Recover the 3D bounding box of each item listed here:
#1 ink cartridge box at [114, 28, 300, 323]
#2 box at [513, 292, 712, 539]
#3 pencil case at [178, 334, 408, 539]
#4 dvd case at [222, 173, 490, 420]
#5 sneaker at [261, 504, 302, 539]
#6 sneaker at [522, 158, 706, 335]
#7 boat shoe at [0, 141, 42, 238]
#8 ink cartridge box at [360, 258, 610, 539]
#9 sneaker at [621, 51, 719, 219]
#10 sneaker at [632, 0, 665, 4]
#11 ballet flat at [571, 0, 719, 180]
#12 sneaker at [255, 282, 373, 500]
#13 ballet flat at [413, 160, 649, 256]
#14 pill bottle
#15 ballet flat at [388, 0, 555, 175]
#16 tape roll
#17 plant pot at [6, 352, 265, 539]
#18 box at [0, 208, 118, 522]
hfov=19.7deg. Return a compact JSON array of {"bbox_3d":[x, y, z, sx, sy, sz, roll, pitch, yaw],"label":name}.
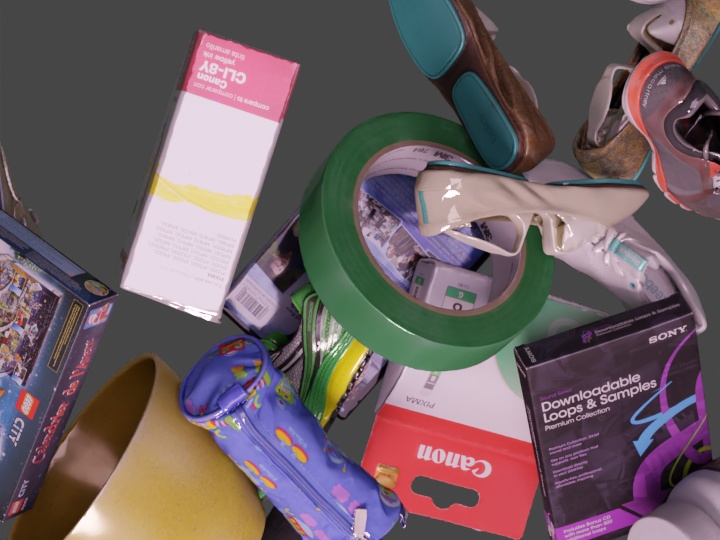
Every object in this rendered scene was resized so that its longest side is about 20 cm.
[{"bbox_3d":[-0.119,-0.073,1.569,0.083,0.145,0.201,17,92,-9],"label":"ink cartridge box"},{"bbox_3d":[0.206,0.125,1.648,0.142,0.036,0.201,-18,123,-6],"label":"box"},{"bbox_3d":[-0.049,0.139,1.533,0.078,0.087,0.200,-41,119,-1],"label":"pencil case"},{"bbox_3d":[0.000,0.000,1.657,0.143,0.018,0.200,42,87,-10],"label":"dvd case"},{"bbox_3d":[-0.034,0.276,1.649,0.074,0.106,0.201,-1,126,31],"label":"sneaker"},{"bbox_3d":[0.202,-0.018,1.651,0.200,0.088,0.075,38,90,-9],"label":"sneaker"},{"bbox_3d":[-0.278,-0.023,1.597,0.062,0.072,0.202,-13,100,-33],"label":"boat shoe"},{"bbox_3d":[0.096,0.107,1.655,0.160,0.050,0.201,16,90,-19],"label":"ink cartridge box"},{"bbox_3d":[0.274,-0.089,1.622,0.077,0.082,0.200,-51,136,-2],"label":"sneaker"},{"bbox_3d":[0.201,-0.307,1.594,0.079,0.131,0.201,-25,88,-8],"label":"sneaker"},{"bbox_3d":[0.230,-0.163,1.651,0.070,0.071,0.201,27,93,-10],"label":"ballet flat"},{"bbox_3d":[-0.056,0.096,1.620,0.085,0.078,0.201,30,106,3],"label":"sneaker"},{"bbox_3d":[0.130,-0.041,1.573,0.199,0.069,0.070,5,94,-23],"label":"ballet flat"},{"bbox_3d":[0.311,0.196,1.639,0.199,0.109,0.110,-24,99,-32],"label":"pill bottle"},{"bbox_3d":[0.092,-0.161,1.624,0.072,0.068,0.201,-9,60,-46],"label":"ballet flat"},{"bbox_3d":[0.051,-0.023,1.583,0.199,0.048,0.202,13,59,-22],"label":"tape roll"},{"bbox_3d":[-0.157,0.185,1.565,0.142,0.200,0.201,36,89,-17],"label":"plant pot"},{"bbox_3d":[-0.273,0.067,1.544,0.136,0.038,0.201,34,116,19],"label":"box"}]
